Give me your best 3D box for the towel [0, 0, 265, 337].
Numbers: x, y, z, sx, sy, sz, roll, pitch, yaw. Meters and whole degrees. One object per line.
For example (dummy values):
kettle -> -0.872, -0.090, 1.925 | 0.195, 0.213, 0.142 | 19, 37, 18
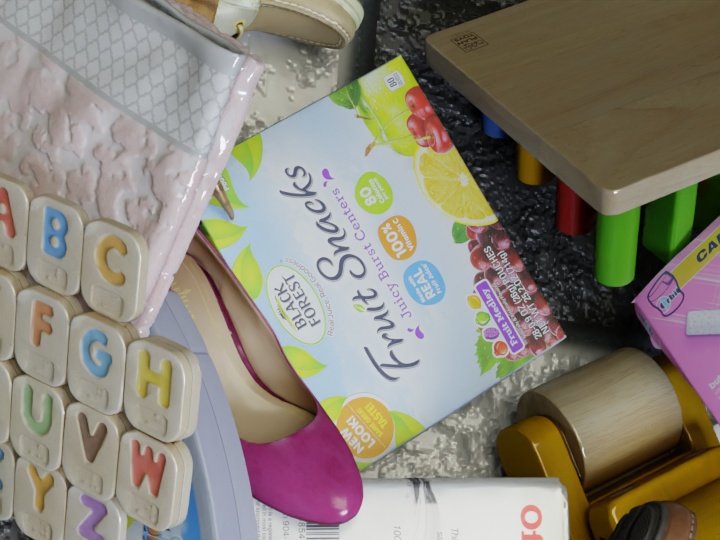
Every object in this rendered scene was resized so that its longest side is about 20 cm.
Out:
towel -> -0.159, -0.074, 0.895 | 0.200, 0.032, 0.192 | 36, 110, 27

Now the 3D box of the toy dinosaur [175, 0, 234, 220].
toy dinosaur -> -0.105, -0.139, 0.941 | 0.106, 0.060, 0.201 | 9, 77, -13

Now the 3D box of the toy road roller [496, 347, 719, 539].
toy road roller -> 0.186, 0.144, 1.006 | 0.122, 0.146, 0.201 | -22, 86, -25

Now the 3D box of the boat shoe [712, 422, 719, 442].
boat shoe -> 0.316, 0.139, 1.094 | 0.199, 0.069, 0.072 | 11, 93, 9

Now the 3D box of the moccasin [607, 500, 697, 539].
moccasin -> 0.156, 0.197, 0.911 | 0.077, 0.202, 0.074 | 17, 42, 13

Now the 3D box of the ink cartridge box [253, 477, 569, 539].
ink cartridge box -> 0.013, 0.191, 0.946 | 0.199, 0.084, 0.146 | 0, 78, -2

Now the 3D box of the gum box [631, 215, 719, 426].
gum box -> 0.263, 0.005, 0.989 | 0.066, 0.200, 0.114 | 23, 29, -45

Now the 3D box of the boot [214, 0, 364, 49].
boot -> -0.107, -0.123, 1.003 | 0.199, 0.072, 0.155 | 16, 73, -10

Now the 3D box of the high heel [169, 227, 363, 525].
high heel -> -0.065, 0.050, 0.917 | 0.067, 0.096, 0.200 | -30, 53, -29

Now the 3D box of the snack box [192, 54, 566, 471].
snack box -> 0.000, 0.000, 1.016 | 0.168, 0.068, 0.201 | -30, 89, -23

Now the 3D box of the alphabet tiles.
alphabet tiles -> -0.164, 0.056, 0.883 | 0.015, 0.199, 0.197 | -19, 124, -51

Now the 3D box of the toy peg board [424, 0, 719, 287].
toy peg board -> 0.174, -0.091, 1.064 | 0.199, 0.098, 0.199 | -21, 42, -22

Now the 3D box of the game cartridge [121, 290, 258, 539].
game cartridge -> -0.118, 0.119, 0.909 | 0.040, 0.133, 0.201 | 5, 65, -55
